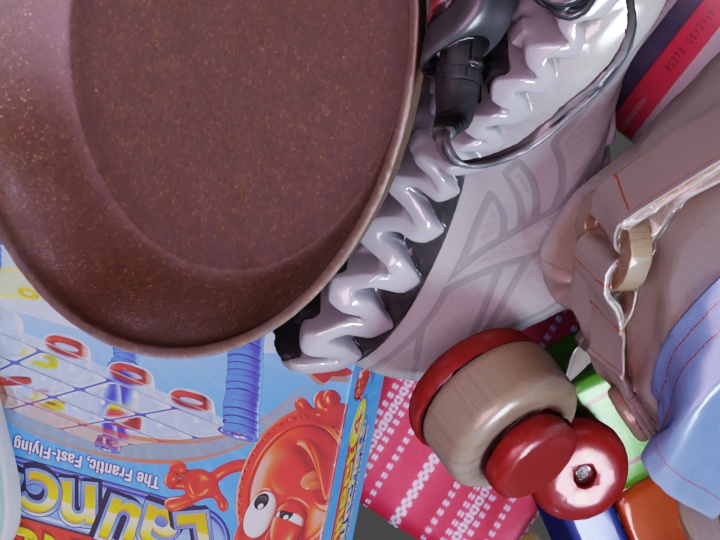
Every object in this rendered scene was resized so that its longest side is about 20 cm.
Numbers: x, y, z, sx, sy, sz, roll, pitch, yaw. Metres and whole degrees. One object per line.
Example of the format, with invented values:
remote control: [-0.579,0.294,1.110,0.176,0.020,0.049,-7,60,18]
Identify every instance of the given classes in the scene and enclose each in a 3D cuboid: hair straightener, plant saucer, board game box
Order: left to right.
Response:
board game box: [-0.092,0.023,1.040,0.199,0.056,0.197,14,109,10]
plant saucer: [-0.048,-0.073,0.925,0.200,0.037,0.201,0,90,42]
hair straightener: [0.050,-0.124,0.833,0.077,0.041,0.201,-4,69,40]

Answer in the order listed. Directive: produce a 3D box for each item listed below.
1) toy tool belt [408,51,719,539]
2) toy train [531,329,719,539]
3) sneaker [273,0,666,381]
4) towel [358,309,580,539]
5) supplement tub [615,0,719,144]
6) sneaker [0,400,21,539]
toy tool belt: [0.115,0.020,0.869,0.200,0.125,0.123,-45,59,13]
toy train: [0.126,0.100,1.021,0.115,0.085,0.201,-26,108,-6]
sneaker: [0.047,-0.034,0.913,0.081,0.075,0.200,20,135,-17]
towel: [0.000,0.000,1.054,0.200,0.022,0.145,34,106,5]
supplement tub: [0.070,-0.143,0.951,0.200,0.140,0.140,40,106,3]
sneaker: [-0.167,0.021,0.966,0.073,0.118,0.201,-10,102,19]
